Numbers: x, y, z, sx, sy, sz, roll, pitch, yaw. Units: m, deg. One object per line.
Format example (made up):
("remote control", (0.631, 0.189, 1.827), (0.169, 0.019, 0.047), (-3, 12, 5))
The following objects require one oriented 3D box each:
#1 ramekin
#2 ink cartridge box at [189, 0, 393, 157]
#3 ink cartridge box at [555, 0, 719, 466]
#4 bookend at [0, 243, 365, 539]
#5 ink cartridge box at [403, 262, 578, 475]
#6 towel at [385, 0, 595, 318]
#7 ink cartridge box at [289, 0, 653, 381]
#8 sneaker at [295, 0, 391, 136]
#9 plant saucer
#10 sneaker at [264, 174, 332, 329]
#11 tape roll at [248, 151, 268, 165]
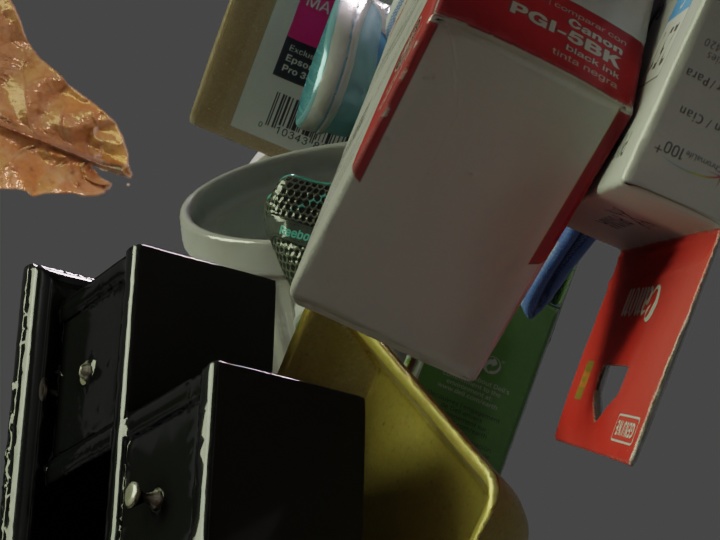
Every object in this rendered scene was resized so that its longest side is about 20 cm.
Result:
("ramekin", (0.000, 0.000, 1.225), (0.200, 0.199, 0.106), (-72, -24, -70))
("ink cartridge box", (0.013, -0.136, 1.325), (0.075, 0.199, 0.165), (-71, 3, -64))
("ink cartridge box", (0.102, -0.021, 0.792), (0.200, 0.045, 0.177), (137, 157, -87))
("bookend", (-0.078, 0.070, 0.942), (0.200, 0.092, 0.200), (-29, 52, 52))
("ink cartridge box", (0.048, 0.065, 1.066), (0.104, 0.059, 0.201), (116, 176, -67))
("towel", (0.075, -0.099, 0.996), (0.147, 0.024, 0.201), (-57, 42, 39))
("ink cartridge box", (0.054, -0.080, 0.841), (0.200, 0.083, 0.147), (-70, 6, -51))
("sneaker", (0.040, -0.100, 1.154), (0.200, 0.130, 0.080), (-60, -9, -74))
("plant saucer", (-0.001, 0.134, 0.921), (0.201, 0.048, 0.200), (-67, 30, 16))
("sneaker", (0.037, -0.039, 1.080), (0.199, 0.092, 0.078), (-22, -14, -30))
("tape roll", (-0.009, -0.015, 1.594), (0.139, 0.202, 0.204), (-80, 13, -79))
